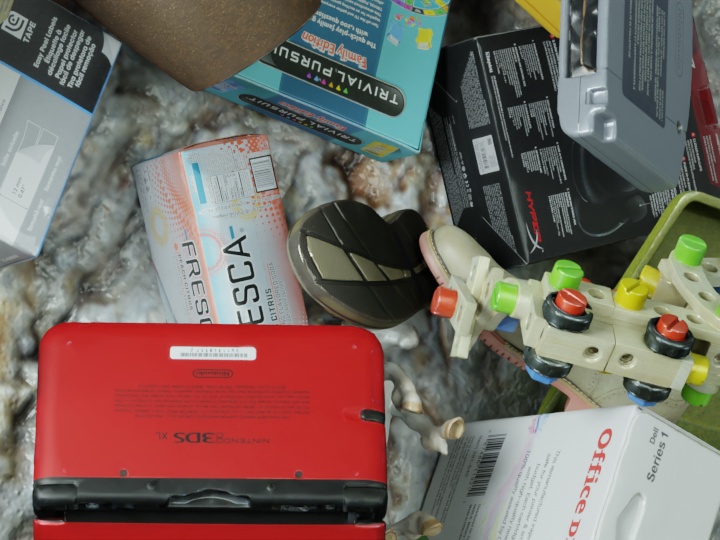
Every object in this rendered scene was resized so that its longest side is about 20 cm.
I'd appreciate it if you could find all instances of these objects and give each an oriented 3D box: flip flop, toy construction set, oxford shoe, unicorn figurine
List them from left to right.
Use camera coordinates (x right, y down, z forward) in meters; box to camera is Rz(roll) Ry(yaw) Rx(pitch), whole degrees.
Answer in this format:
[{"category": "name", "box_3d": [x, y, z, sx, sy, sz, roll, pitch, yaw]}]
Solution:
[{"category": "flip flop", "box_3d": [0.000, 0.000, 1.694, 0.081, 0.058, 0.200, 68, 19, 3]}, {"category": "unicorn figurine", "box_3d": [0.006, 0.097, 1.692, 0.074, 0.137, 0.200, 34, 81, -35]}, {"category": "oxford shoe", "box_3d": [0.124, 0.030, 1.736, 0.200, 0.074, 0.071, 40, 20, -13]}, {"category": "toy construction set", "box_3d": [0.143, 0.024, 1.646, 0.200, 0.131, 0.092, 2, 122, -3]}]

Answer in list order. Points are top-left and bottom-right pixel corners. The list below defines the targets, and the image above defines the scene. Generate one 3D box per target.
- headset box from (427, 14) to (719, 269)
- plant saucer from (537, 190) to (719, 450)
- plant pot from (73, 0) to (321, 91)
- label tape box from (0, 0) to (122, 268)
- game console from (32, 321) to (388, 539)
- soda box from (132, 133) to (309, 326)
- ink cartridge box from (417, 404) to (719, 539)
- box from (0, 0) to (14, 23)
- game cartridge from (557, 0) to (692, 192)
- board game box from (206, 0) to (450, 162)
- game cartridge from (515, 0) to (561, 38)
[{"category": "headset box", "box_3d": [0.150, -0.090, 1.823, 0.200, 0.077, 0.149, -14, 91, -34]}, {"category": "plant saucer", "box_3d": [0.231, 0.041, 1.827, 0.200, 0.048, 0.200, 18, 117, -29]}, {"category": "plant pot", "box_3d": [-0.114, -0.210, 1.603, 0.187, 0.187, 0.200, -43, 106, -29]}, {"category": "label tape box", "box_3d": [-0.251, -0.109, 1.578, 0.200, 0.066, 0.143, 30, 68, -27]}, {"category": "game console", "box_3d": [-0.087, 0.130, 1.617, 0.200, 0.119, 0.173, 1, 59, -4]}, {"category": "soda box", "box_3d": [-0.076, 0.022, 1.670, 0.064, 0.068, 0.200, -12, 90, -30]}, {"category": "ink cartridge box", "box_3d": [0.118, 0.167, 1.696, 0.084, 0.200, 0.145, 29, 70, -26]}, {"category": "box", "box_3d": [-0.311, -0.158, 1.484, 0.200, 0.097, 0.176, -41, 88, -21]}, {"category": "game cartridge", "box_3d": [0.167, -0.156, 1.743, 0.133, 0.041, 0.200, 35, 54, -59]}, {"category": "board game box", "box_3d": [-0.015, -0.188, 1.748, 0.151, 0.047, 0.200, 21, 73, -29]}, {"category": "game cartridge", "box_3d": [0.107, -0.257, 1.796, 0.176, 0.032, 0.200, 41, 44, -16]}]
